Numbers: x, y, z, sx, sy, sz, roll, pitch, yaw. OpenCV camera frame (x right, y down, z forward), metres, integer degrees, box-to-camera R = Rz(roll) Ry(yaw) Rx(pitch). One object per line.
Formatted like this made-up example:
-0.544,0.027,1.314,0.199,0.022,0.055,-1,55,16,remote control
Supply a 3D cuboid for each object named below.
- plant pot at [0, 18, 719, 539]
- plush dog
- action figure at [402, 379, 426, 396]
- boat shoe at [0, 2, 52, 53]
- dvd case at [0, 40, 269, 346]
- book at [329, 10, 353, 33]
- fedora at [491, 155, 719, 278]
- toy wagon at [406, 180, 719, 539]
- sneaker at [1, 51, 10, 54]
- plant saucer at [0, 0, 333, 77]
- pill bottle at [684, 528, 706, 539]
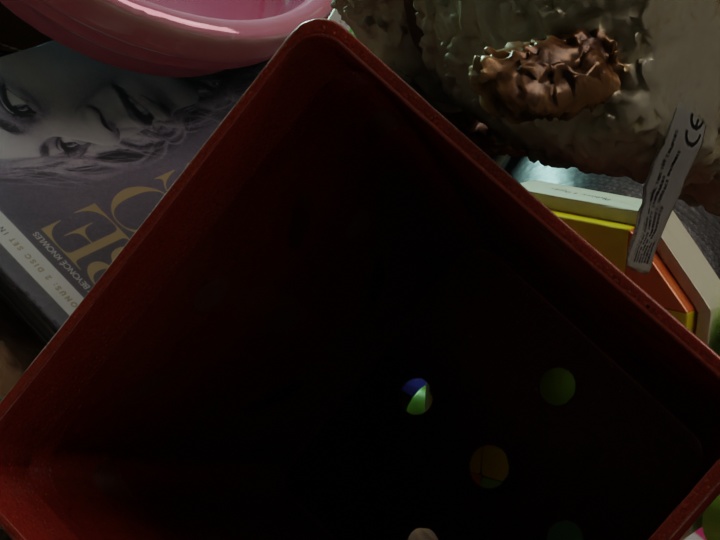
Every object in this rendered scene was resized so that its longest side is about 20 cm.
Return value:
0.021,0.064,0.685,0.200,0.200,0.176,43,9,21,plant pot
0.053,-0.096,0.657,0.171,0.160,0.202,20,-47,49,plush dog
0.008,0.052,0.871,0.199,0.065,0.099,38,6,-14,action figure
-0.205,-0.142,0.872,0.199,0.076,0.072,25,28,-21,boat shoe
-0.092,-0.047,0.820,0.149,0.016,0.199,44,45,19,dvd case
0.002,-0.096,1.080,0.133,0.048,0.200,17,-18,45,book
0.126,0.006,0.899,0.200,0.201,0.092,39,28,-11,fedora
0.087,0.068,0.792,0.154,0.202,0.039,13,16,34,toy wagon
-0.213,-0.195,0.932,0.199,0.086,0.081,33,20,-26,sneaker
-0.105,-0.155,0.864,0.199,0.051,0.201,21,38,-17,plant saucer
0.210,0.118,0.927,0.199,0.114,0.114,-31,69,-29,pill bottle
